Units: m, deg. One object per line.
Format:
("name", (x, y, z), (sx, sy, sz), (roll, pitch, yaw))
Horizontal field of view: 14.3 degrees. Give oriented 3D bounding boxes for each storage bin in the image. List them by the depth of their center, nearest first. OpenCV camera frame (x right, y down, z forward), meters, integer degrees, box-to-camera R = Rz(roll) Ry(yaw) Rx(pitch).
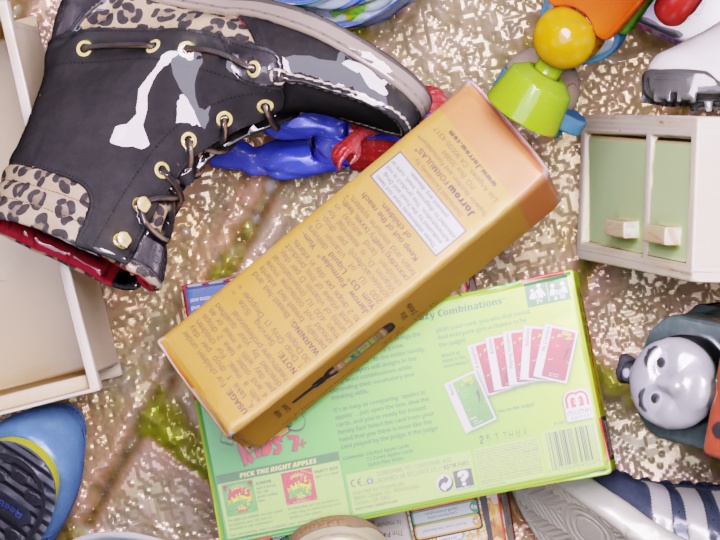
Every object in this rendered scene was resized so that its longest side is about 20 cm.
("storage bin", (-0.243, -0.017, 1.485), (0.197, 0.094, 0.201), (-14, 91, 7))

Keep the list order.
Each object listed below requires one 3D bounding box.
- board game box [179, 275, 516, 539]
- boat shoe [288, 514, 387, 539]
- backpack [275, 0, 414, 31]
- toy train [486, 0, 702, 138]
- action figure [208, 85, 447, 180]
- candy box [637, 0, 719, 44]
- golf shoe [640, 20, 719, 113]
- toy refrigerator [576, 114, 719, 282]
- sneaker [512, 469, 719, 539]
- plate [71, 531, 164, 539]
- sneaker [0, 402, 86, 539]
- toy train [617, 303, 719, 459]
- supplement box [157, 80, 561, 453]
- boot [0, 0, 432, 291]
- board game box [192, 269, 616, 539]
("board game box", (-0.003, 0.094, 1.486), (0.150, 0.046, 0.202), (-8, 91, 7))
("boat shoe", (0.018, 0.211, 1.438), (0.071, 0.065, 0.200), (-24, 125, 16))
("backpack", (-0.041, -0.208, 1.441), (0.163, 0.154, 0.200), (-42, 100, 0))
("toy train", (0.099, -0.112, 1.320), (0.084, 0.200, 0.116), (33, 103, 4))
("action figure", (-0.023, -0.051, 1.457), (0.198, 0.099, 0.066), (0, 128, 5))
("candy box", (0.182, -0.197, 1.438), (0.199, 0.072, 0.169), (24, 95, 5))
("golf shoe", (0.215, -0.135, 1.358), (0.199, 0.078, 0.095), (-20, 98, -16))
("toy refrigerator", (0.158, -0.037, 1.379), (0.069, 0.200, 0.077), (1, 94, -11))
("sneaker", (0.174, 0.133, 1.463), (0.199, 0.075, 0.085), (29, 56, 20))
("plate", (-0.087, 0.216, 1.472), (0.199, 0.026, 0.201), (16, 124, 25))
("sneaker", (-0.202, 0.151, 1.509), (0.066, 0.078, 0.200), (36, 115, 1))
("toy train", (0.196, 0.056, 1.385), (0.113, 0.200, 0.086), (11, 96, 21))
("supplement box", (0.000, 0.000, 1.382), (0.200, 0.067, 0.069), (-41, 75, -1))
("boot", (-0.079, -0.061, 1.395), (0.199, 0.073, 0.151), (20, 75, 11))
("board game box", (0.020, 0.070, 1.431), (0.199, 0.048, 0.102), (-12, 86, 7))
